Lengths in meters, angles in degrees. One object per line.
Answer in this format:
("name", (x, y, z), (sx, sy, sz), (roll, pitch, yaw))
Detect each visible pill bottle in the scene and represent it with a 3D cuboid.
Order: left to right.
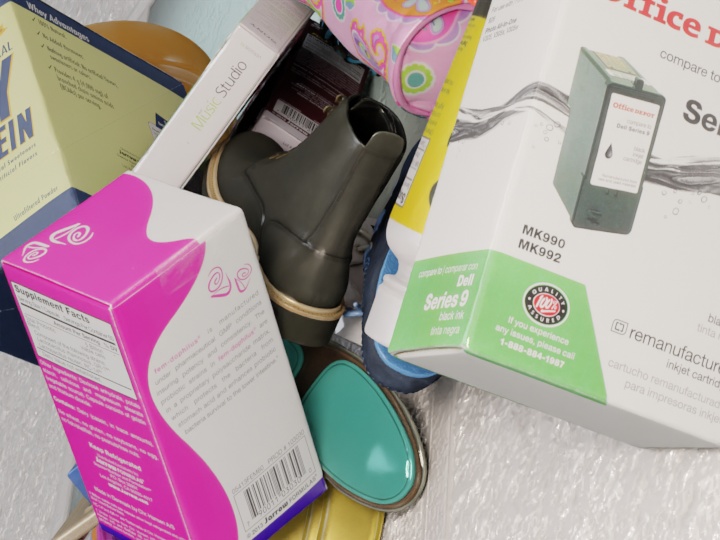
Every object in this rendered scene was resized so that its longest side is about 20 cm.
("pill bottle", (0.082, -0.042, 1.200), (0.200, 0.114, 0.114), (-69, 21, 4))

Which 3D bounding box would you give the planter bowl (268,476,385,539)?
("planter bowl", (-0.067, 0.165, 1.417), (0.200, 0.083, 0.200), (-51, 27, 39))

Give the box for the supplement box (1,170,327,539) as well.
("supplement box", (-0.107, 0.060, 1.291), (0.103, 0.200, 0.101), (21, 47, 41))

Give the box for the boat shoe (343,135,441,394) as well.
("boat shoe", (0.040, 0.001, 1.336), (0.069, 0.084, 0.200), (-47, 14, 44))

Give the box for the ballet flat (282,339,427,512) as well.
("ballet flat", (-0.025, 0.069, 1.372), (0.200, 0.064, 0.067), (41, 98, 23))

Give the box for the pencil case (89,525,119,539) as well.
("pencil case", (-0.143, 0.240, 1.536), (0.088, 0.088, 0.200), (-56, 24, 30))

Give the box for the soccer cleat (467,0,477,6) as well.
("soccer cleat", (0.097, -0.101, 1.297), (0.069, 0.078, 0.200), (9, 99, 50))

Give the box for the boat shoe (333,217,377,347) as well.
("boat shoe", (0.000, 0.000, 1.433), (0.066, 0.072, 0.200), (-64, 17, 10))

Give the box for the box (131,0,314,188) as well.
("box", (-0.086, -0.119, 1.493), (0.144, 0.036, 0.200), (-52, 4, 21))

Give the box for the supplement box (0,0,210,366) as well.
("supplement box", (-0.200, -0.051, 1.553), (0.134, 0.200, 0.200), (-35, 56, 20))

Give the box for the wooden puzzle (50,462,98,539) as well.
("wooden puzzle", (-0.129, 0.100, 1.521), (0.200, 0.046, 0.185), (-41, 6, 16))

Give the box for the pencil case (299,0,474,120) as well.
("pencil case", (0.019, -0.163, 1.405), (0.087, 0.087, 0.200), (-63, 34, 16))

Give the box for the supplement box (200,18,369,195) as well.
("supplement box", (-0.054, -0.087, 1.567), (0.109, 0.061, 0.200), (-54, 8, 24))

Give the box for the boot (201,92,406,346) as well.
("boot", (-0.025, -0.064, 1.351), (0.138, 0.077, 0.200), (-64, 30, 24))

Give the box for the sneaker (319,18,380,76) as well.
("sneaker", (-0.007, -0.192, 1.598), (0.082, 0.073, 0.200), (-56, 22, 4))

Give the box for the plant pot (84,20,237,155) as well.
("plant pot", (-0.175, -0.059, 1.769), (0.200, 0.200, 0.183), (-57, 39, 29))

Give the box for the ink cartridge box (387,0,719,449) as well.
("ink cartridge box", (0.116, -0.033, 1.061), (0.084, 0.146, 0.200), (-11, 61, 66))
